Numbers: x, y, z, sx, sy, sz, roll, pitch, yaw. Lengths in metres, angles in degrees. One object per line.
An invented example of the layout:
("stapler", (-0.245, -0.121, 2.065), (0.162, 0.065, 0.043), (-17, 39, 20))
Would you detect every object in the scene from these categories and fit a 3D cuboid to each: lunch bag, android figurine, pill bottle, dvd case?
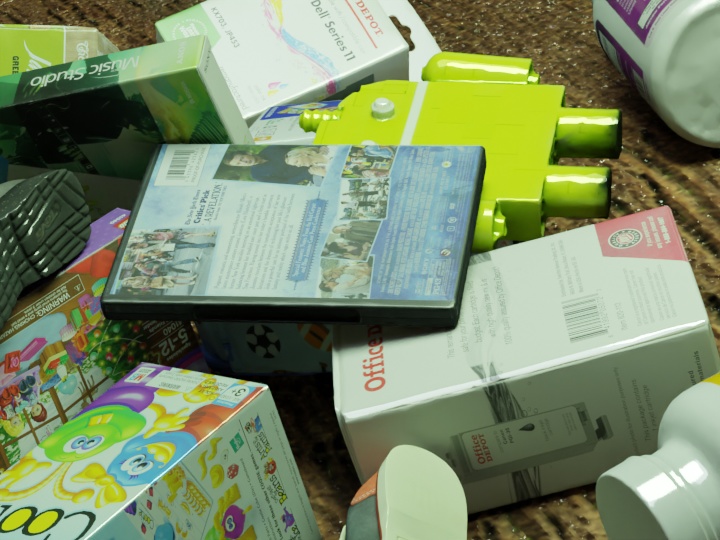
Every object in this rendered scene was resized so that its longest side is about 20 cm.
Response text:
("lunch bag", (0.000, 0.000, 1.391), (0.199, 0.076, 0.160), (-1, 27, 29))
("android figurine", (0.055, -0.071, 1.351), (0.199, 0.041, 0.182), (5, 39, 12))
("pill bottle", (0.222, -0.168, 1.527), (0.112, 0.113, 0.200), (-19, 27, -2))
("pill bottle", (0.214, 0.084, 1.063), (0.199, 0.105, 0.104), (-27, 28, -17))
("dvd case", (-0.035, -0.022, 1.260), (0.199, 0.018, 0.143), (1, 41, 11))

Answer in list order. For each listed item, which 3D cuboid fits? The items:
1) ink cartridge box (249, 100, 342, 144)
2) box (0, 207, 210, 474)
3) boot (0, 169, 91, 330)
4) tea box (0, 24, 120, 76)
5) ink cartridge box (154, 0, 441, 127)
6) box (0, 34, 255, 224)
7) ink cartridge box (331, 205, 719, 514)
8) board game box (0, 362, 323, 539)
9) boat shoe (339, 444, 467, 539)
("ink cartridge box", (0.024, -0.091, 1.514), (0.199, 0.047, 0.198), (-4, 10, 5))
("box", (-0.183, 0.072, 1.295), (0.200, 0.137, 0.039), (-35, 30, -29))
("boot", (-0.252, 0.005, 1.254), (0.131, 0.070, 0.200), (-4, 18, 33))
("tea box", (-0.267, -0.096, 1.546), (0.196, 0.134, 0.200), (2, 1, -2))
("ink cartridge box", (-0.040, -0.166, 1.685), (0.199, 0.067, 0.117), (-25, 61, -13))
("box", (-0.163, -0.063, 1.367), (0.199, 0.145, 0.036), (-11, 44, 15))
("ink cartridge box", (0.091, 0.051, 1.224), (0.199, 0.083, 0.147), (-15, 27, 6))
("board game box", (-0.131, 0.148, 1.154), (0.103, 0.105, 0.200), (7, 35, 42))
("boat shoe", (0.012, 0.165, 1.085), (0.063, 0.071, 0.200), (-54, 14, 29))
